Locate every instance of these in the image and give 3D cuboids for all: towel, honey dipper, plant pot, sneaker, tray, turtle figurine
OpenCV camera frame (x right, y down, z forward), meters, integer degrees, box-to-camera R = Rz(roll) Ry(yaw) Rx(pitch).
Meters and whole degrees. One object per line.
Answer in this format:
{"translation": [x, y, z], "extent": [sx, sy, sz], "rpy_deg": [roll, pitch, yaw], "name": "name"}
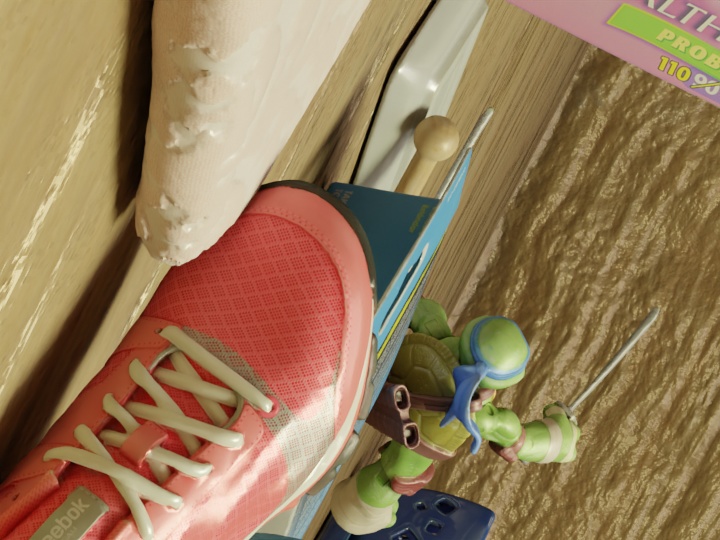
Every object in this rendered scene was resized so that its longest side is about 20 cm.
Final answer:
{"translation": [-0.001, -0.117, 0.515], "extent": [0.191, 0.032, 0.200], "rpy_deg": [-61, 175, -26], "name": "towel"}
{"translation": [0.000, 0.000, 1.030], "extent": [0.200, 0.038, 0.038], "rpy_deg": [-63, 175, 32], "name": "honey dipper"}
{"translation": [0.026, 0.370, 2.416], "extent": [0.200, 0.180, 0.200], "rpy_deg": [-58, 172, -41], "name": "plant pot"}
{"translation": [-0.061, 0.064, 0.569], "extent": [0.200, 0.074, 0.087], "rpy_deg": [-57, 169, 6], "name": "sneaker"}
{"translation": [0.025, -0.071, 1.052], "extent": [0.107, 0.022, 0.200], "rpy_deg": [-57, 173, -37], "name": "tray"}
{"translation": [0.053, 0.057, 1.132], "extent": [0.194, 0.144, 0.200], "rpy_deg": [-38, -153, 43], "name": "turtle figurine"}

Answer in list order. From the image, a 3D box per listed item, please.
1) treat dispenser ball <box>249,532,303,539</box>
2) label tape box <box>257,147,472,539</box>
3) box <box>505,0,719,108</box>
{"translation": [-0.046, 0.196, 0.731], "extent": [0.201, 0.201, 0.201], "rpy_deg": [-62, 175, -10], "name": "treat dispenser ball"}
{"translation": [-0.023, 0.038, 0.916], "extent": [0.143, 0.066, 0.200], "rpy_deg": [-60, 172, -36], "name": "label tape box"}
{"translation": [0.152, -0.186, 0.856], "extent": [0.200, 0.176, 0.097], "rpy_deg": [-59, 173, -35], "name": "box"}
